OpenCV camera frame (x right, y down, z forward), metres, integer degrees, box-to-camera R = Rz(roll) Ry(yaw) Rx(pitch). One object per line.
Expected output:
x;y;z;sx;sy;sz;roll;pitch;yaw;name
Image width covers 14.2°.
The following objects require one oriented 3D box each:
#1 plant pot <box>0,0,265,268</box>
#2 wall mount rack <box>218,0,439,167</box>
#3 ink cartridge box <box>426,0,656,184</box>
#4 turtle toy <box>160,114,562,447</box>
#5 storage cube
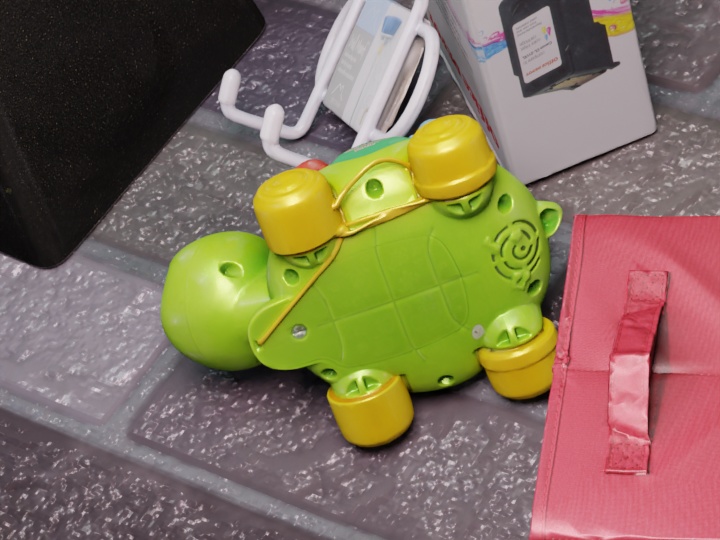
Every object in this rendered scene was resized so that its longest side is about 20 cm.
-0.206;-0.152;1.547;0.199;0.177;0.200;20;60;34;plant pot
-0.008;-0.141;1.454;0.174;0.075;0.200;-67;17;7;wall mount rack
0.072;-0.166;1.437;0.083;0.200;0.146;-22;46;-3;ink cartridge box
0.000;0.000;1.370;0.200;0.146;0.101;-18;25;5;turtle toy
0.174;0.095;1.169;0.180;0.200;0.171;0;49;13;storage cube
